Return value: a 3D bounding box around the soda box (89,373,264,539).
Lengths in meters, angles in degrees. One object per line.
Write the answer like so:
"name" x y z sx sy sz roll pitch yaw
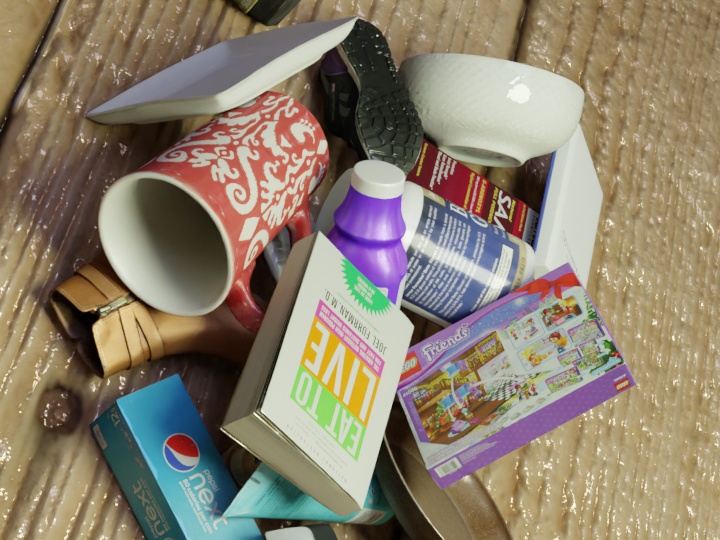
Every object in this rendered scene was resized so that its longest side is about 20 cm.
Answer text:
"soda box" -0.146 0.195 1.252 0.068 0.064 0.201 -22 80 -39

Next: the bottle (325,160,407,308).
"bottle" 0.000 0.000 1.344 0.083 0.202 0.065 17 30 13

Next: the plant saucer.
"plant saucer" 0.071 0.211 1.353 0.201 0.037 0.201 47 15 -17

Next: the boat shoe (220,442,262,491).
"boat shoe" -0.039 0.141 1.344 0.072 0.076 0.200 52 49 1

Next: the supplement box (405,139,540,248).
"supplement box" 0.092 -0.051 1.545 0.199 0.061 0.110 30 52 -18

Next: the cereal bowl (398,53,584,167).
"cereal bowl" 0.130 -0.159 1.553 0.198 0.200 0.084 14 83 -27

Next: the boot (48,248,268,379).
"boot" -0.163 0.054 1.306 0.155 0.077 0.201 -32 83 -42

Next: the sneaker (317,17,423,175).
"sneaker" 0.005 -0.154 1.515 0.075 0.088 0.201 7 51 -27

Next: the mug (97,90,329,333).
"mug" -0.114 -0.049 1.311 0.200 0.132 0.179 -49 131 -49

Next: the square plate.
"square plate" -0.127 -0.182 1.397 0.198 0.199 0.029 -36 114 -41

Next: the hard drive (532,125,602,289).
"hard drive" 0.222 -0.043 1.603 0.132 0.025 0.201 62 35 -45

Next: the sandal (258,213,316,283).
"sandal" -0.084 -0.045 1.437 0.082 0.050 0.204 19 42 -42

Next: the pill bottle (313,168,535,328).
"pill bottle" 0.059 -0.017 1.431 0.199 0.111 0.112 26 54 -16

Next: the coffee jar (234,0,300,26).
"coffee jar" -0.137 -0.340 1.519 0.199 0.104 0.086 34 54 -13

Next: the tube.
"tube" -0.037 0.189 1.283 0.050 0.078 0.199 39 10 32

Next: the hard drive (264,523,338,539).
"hard drive" -0.018 0.305 1.240 0.042 0.135 0.202 -22 79 6

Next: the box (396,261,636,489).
"box" 0.132 0.093 1.350 0.039 0.199 0.137 55 9 -44

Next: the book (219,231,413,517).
"book" -0.028 0.084 1.236 0.134 0.048 0.201 43 42 -26
